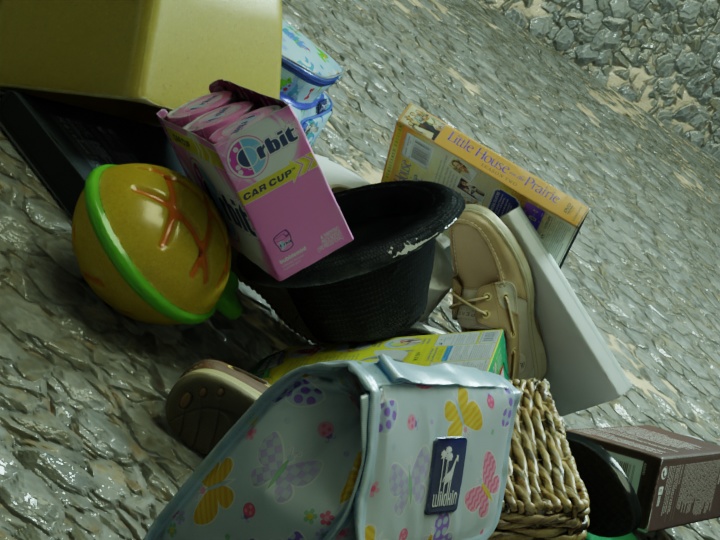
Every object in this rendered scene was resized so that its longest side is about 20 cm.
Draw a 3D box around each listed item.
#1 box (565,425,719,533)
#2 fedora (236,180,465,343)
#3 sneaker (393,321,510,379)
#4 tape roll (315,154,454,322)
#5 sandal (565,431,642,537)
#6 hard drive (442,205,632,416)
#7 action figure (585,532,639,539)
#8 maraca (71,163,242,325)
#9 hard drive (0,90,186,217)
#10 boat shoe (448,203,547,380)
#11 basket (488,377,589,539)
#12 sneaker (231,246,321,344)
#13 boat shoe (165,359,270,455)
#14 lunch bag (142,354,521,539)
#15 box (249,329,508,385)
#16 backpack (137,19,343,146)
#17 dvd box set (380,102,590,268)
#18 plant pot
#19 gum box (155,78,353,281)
[{"bbox_3d":[0.265,0.190,1.569,0.100,0.075,0.200,14,6,32],"label":"box"},{"bbox_3d":[0.000,0.000,1.353,0.201,0.201,0.092,-78,156,-70],"label":"fedora"},{"bbox_3d":[0.079,0.094,1.519,0.200,0.076,0.116,41,10,-28],"label":"sneaker"},{"bbox_3d":[-0.008,-0.024,1.618,0.202,0.071,0.202,33,20,-13],"label":"tape roll"},{"bbox_3d":[0.171,0.160,1.405,0.048,0.075,0.200,-14,21,-29],"label":"sandal"},{"bbox_3d":[0.167,0.044,1.628,0.026,0.132,0.200,-33,91,-29],"label":"hard drive"},{"bbox_3d":[0.193,0.246,1.381,0.118,0.055,0.200,42,15,6],"label":"action figure"},{"bbox_3d":[-0.148,-0.018,1.287,0.137,0.107,0.200,65,17,14],"label":"maraca"},{"bbox_3d":[-0.204,-0.087,1.457,0.140,0.033,0.200,48,21,28],"label":"hard drive"},{"bbox_3d":[0.120,0.036,1.588,0.074,0.069,0.200,7,-56,47],"label":"boat shoe"},{"bbox_3d":[0.087,0.189,1.304,0.143,0.149,0.200,0,26,-5],"label":"basket"},{"bbox_3d":[-0.054,-0.021,1.456,0.200,0.071,0.112,38,46,-11],"label":"sneaker"},{"bbox_3d":[-0.042,0.125,1.198,0.200,0.072,0.068,34,21,-5],"label":"boat shoe"},{"bbox_3d":[-0.004,0.139,1.034,0.127,0.200,0.170,48,20,28],"label":"lunch bag"},{"bbox_3d":[0.006,0.088,1.279,0.200,0.048,0.117,-3,14,13],"label":"box"},{"bbox_3d":[-0.122,-0.179,1.654,0.183,0.147,0.200,36,21,0],"label":"backpack"},{"bbox_3d":[0.115,-0.067,1.642,0.200,0.029,0.146,31,-27,9],"label":"dvd box set"},{"bbox_3d":[-0.185,-0.234,1.462,0.194,0.200,0.195,9,0,35],"label":"plant pot"},{"bbox_3d":[-0.086,-0.075,1.294,0.114,0.066,0.200,64,-12,-19],"label":"gum box"}]
